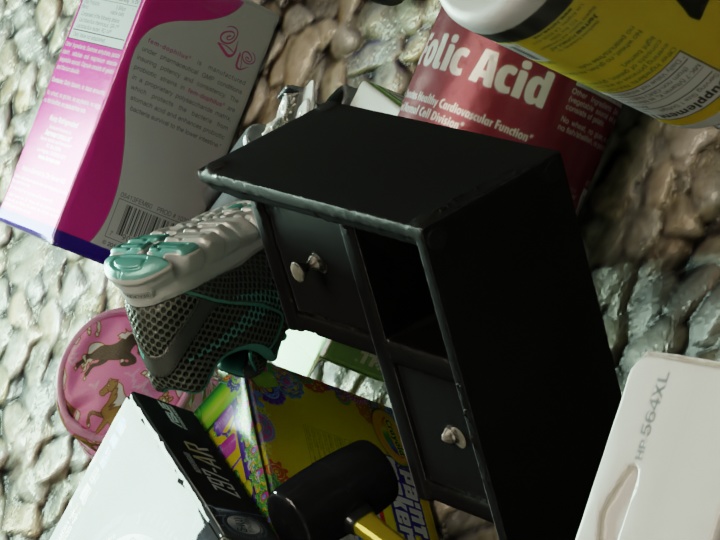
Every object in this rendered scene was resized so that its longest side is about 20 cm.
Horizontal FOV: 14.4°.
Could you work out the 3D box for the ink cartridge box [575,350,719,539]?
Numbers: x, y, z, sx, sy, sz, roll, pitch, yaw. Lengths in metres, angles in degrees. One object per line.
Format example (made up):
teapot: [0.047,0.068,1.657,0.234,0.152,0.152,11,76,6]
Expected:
ink cartridge box: [0.190,0.134,1.175,0.084,0.199,0.147,8,78,57]

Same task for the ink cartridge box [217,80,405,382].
ink cartridge box: [0.000,0.000,1.669,0.201,0.059,0.104,-63,32,8]

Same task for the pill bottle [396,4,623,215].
pill bottle: [0.091,-0.112,1.548,0.114,0.114,0.201,23,91,58]

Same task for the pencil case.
pencil case: [-0.125,0.081,1.689,0.200,0.082,0.087,64,-152,-76]

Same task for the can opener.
can opener: [-0.052,-0.060,1.771,0.200,0.066,0.053,140,143,-61]

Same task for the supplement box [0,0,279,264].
supplement box: [-0.150,-0.103,1.915,0.103,0.101,0.201,21,88,59]

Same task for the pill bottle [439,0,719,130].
pill bottle: [0.145,-0.138,1.404,0.114,0.199,0.115,-33,46,43]

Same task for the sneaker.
sneaker: [-0.063,0.011,1.555,0.077,0.200,0.092,-1,104,39]

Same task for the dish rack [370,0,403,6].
dish rack: [-0.002,-0.255,1.830,0.200,0.054,0.154,32,97,58]

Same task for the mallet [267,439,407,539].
mallet: [0.043,0.148,1.431,0.200,0.066,0.041,28,138,34]

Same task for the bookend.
bookend: [0.031,0.031,1.456,0.200,0.092,0.200,18,130,52]

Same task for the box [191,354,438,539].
box: [-0.057,0.194,1.579,0.193,0.122,0.201,-47,38,30]

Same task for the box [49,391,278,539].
box: [-0.128,0.190,1.533,0.201,0.043,0.160,-60,32,14]
